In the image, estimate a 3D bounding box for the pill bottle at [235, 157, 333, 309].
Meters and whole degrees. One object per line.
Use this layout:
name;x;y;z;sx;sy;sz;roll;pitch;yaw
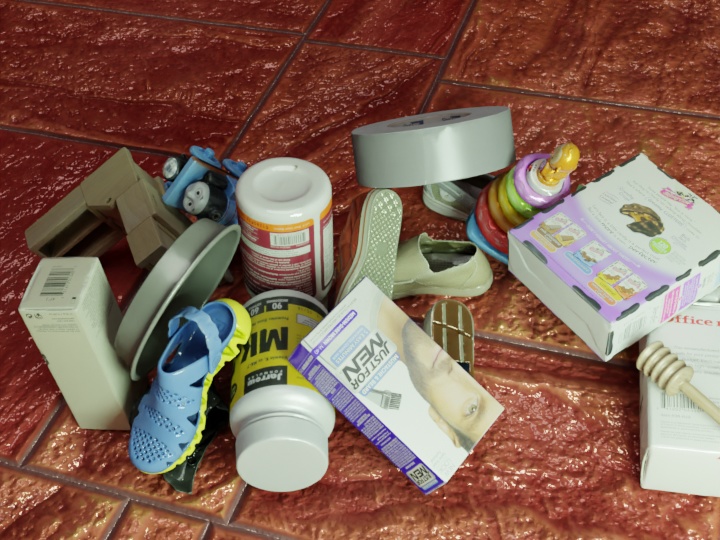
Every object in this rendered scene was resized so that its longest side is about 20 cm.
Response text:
pill bottle;-0.086;-0.023;1.163;0.109;0.201;0.110;0;43;0

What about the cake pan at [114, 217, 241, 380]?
cake pan;-0.199;0.026;1.072;0.037;0.201;0.201;33;52;3

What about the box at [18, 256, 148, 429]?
box;-0.296;0.083;1.082;0.068;0.201;0.083;-1;43;9

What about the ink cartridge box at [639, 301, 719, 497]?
ink cartridge box;0.370;0.133;1.048;0.144;0.085;0.201;5;47;11

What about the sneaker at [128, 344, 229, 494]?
sneaker;-0.181;0.144;1.114;0.104;0.060;0.200;19;54;23

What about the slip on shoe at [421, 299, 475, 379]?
slip on shoe;0.088;0.132;1.099;0.075;0.061;0.201;9;62;-14

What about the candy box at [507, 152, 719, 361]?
candy box;0.292;-0.020;1.097;0.199;0.072;0.168;-29;51;-17

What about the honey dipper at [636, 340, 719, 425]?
honey dipper;0.350;0.143;0.956;0.038;0.038;0.200;-27;49;-21

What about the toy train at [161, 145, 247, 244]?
toy train;-0.159;-0.083;1.254;0.087;0.199;0.114;-51;48;14

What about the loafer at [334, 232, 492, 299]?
loafer;0.065;-0.010;1.233;0.198;0.069;0.076;-2;45;4

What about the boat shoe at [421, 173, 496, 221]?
boat shoe;0.173;-0.097;1.312;0.201;0.065;0.075;21;50;25

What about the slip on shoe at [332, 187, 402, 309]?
slip on shoe;0.000;0.000;1.186;0.074;0.202;0.061;15;-6;-37

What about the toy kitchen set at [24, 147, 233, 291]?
toy kitchen set;-0.286;-0.003;1.255;0.180;0.163;0.200;-38;47;8

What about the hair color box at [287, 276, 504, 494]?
hair color box;0.036;0.116;1.017;0.200;0.065;0.109;44;60;3

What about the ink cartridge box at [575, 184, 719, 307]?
ink cartridge box;0.336;-0.010;1.193;0.199;0.088;0.146;17;49;19

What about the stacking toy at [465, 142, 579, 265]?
stacking toy;0.207;-0.093;1.166;0.109;0.200;0.116;31;66;2

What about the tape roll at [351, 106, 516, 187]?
tape roll;0.089;-0.153;1.220;0.198;0.067;0.200;-9;12;2

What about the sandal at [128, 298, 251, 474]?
sandal;-0.190;0.113;1.032;0.079;0.087;0.201;19;80;20

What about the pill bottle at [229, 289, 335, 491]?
pill bottle;-0.084;0.128;1.077;0.113;0.115;0.201;-5;44;0
